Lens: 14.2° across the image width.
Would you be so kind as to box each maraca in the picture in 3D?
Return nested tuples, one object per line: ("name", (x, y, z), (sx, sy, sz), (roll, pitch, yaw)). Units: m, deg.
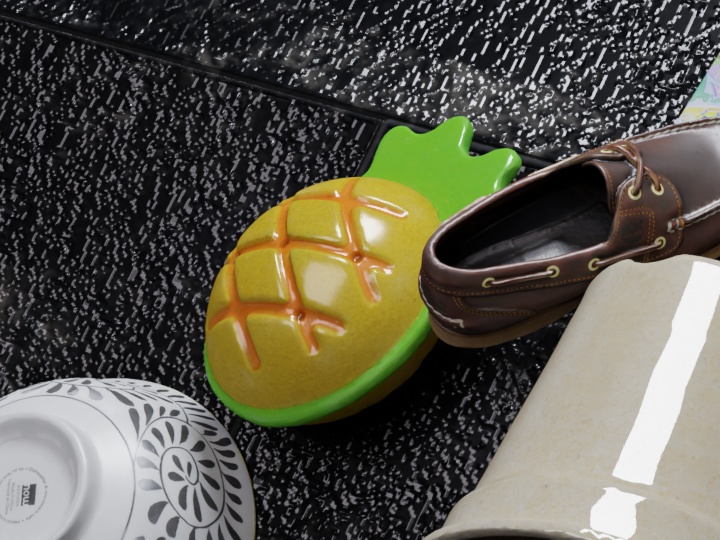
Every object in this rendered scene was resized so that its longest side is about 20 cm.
("maraca", (0.000, 0.000, 1.518), (0.200, 0.107, 0.137), (-45, 46, -6))

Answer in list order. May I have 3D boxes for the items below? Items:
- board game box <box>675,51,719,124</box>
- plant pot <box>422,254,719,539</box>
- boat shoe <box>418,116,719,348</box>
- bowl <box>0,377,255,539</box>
("board game box", (0.265, -0.061, 1.484), (0.200, 0.034, 0.135), (25, 76, 31))
("plant pot", (0.144, 0.102, 1.372), (0.200, 0.201, 0.184), (8, 57, 26))
("boat shoe", (0.122, -0.027, 1.441), (0.200, 0.070, 0.070), (-28, 56, -12))
("bowl", (-0.164, 0.131, 1.528), (0.201, 0.094, 0.201), (-10, 60, 17))
